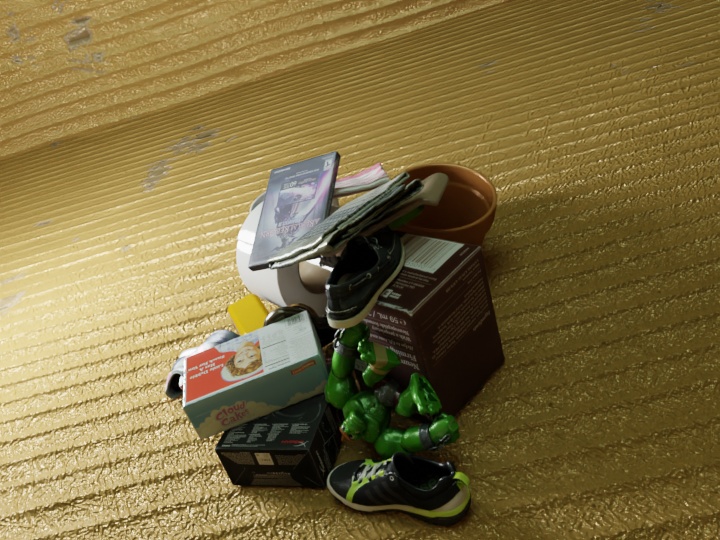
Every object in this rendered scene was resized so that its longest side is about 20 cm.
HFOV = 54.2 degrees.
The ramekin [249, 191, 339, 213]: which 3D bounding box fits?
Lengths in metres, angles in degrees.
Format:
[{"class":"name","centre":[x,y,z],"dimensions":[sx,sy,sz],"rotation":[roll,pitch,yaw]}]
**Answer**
[{"class":"ramekin","centre":[-0.133,-0.115,1.535],"dimensions":[0.196,0.107,0.201],"rotation":[-14,29,8]}]

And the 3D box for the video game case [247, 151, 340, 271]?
[{"class":"video game case","centre":[-0.109,-0.099,1.169],"dimensions":[0.141,0.019,0.203],"rotation":[-10,54,30]}]

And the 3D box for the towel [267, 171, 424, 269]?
[{"class":"towel","centre":[-0.026,-0.070,0.999],"dimensions":[0.192,0.035,0.199],"rotation":[-36,11,-31]}]

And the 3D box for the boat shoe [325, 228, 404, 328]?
[{"class":"boat shoe","centre":[0.002,-0.011,0.919],"dimensions":[0.073,0.067,0.200],"rotation":[0,35,32]}]

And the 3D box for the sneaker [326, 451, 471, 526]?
[{"class":"sneaker","centre":[0.044,0.247,0.859],"dimensions":[0.197,0.084,0.072],"rotation":[-1,33,28]}]

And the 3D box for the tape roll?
[{"class":"tape roll","centre":[-0.107,-0.027,1.278],"dimensions":[0.202,0.205,0.138],"rotation":[-36,33,-28]}]

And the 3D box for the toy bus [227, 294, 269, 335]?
[{"class":"toy bus","centre":[-0.163,0.120,1.190],"dimensions":[0.064,0.079,0.200],"rotation":[-26,30,-13]}]

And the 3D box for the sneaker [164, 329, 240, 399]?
[{"class":"sneaker","centre":[-0.252,0.161,1.145],"dimensions":[0.199,0.070,0.083],"rotation":[-32,24,45]}]

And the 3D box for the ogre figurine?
[{"class":"ogre figurine","centre":[0.027,0.170,0.915],"dimensions":[0.121,0.198,0.098],"rotation":[-55,1,28]}]

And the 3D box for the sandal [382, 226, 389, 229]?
[{"class":"sandal","centre":[0.035,-0.034,1.291],"dimensions":[0.047,0.075,0.203],"rotation":[4,63,28]}]

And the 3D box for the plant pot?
[{"class":"plant pot","centre":[0.141,-0.078,1.254],"dimensions":[0.196,0.142,0.202],"rotation":[-3,42,2]}]

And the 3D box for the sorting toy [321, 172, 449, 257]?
[{"class":"sorting toy","centre":[0.042,-0.084,1.097],"dimensions":[0.197,0.037,0.185],"rotation":[-24,12,20]}]

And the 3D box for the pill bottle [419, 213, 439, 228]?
[{"class":"pill bottle","centre":[0.120,-0.112,1.388],"dimensions":[0.197,0.106,0.105],"rotation":[-20,29,-2]}]

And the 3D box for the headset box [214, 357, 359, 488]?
[{"class":"headset box","centre":[-0.096,0.207,1.012],"dimensions":[0.146,0.078,0.201],"rotation":[-6,31,21]}]

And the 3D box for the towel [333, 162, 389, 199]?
[{"class":"towel","centre":[-0.022,-0.158,1.271],"dimensions":[0.144,0.030,0.200],"rotation":[-14,12,2]}]

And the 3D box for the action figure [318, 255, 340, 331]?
[{"class":"action figure","centre":[0.000,0.000,1.148],"dimensions":[0.117,0.102,0.202],"rotation":[-22,38,31]}]

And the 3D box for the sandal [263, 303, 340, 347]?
[{"class":"sandal","centre":[-0.093,0.081,1.120],"dimensions":[0.081,0.199,0.055],"rotation":[-37,67,20]}]

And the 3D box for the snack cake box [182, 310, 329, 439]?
[{"class":"snack cake box","centre":[-0.148,0.146,0.997],"dimensions":[0.197,0.068,0.116],"rotation":[-21,32,-2]}]

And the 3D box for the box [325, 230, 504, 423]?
[{"class":"box","centre":[0.082,0.077,0.999],"dimensions":[0.164,0.203,0.164],"rotation":[13,41,43]}]
